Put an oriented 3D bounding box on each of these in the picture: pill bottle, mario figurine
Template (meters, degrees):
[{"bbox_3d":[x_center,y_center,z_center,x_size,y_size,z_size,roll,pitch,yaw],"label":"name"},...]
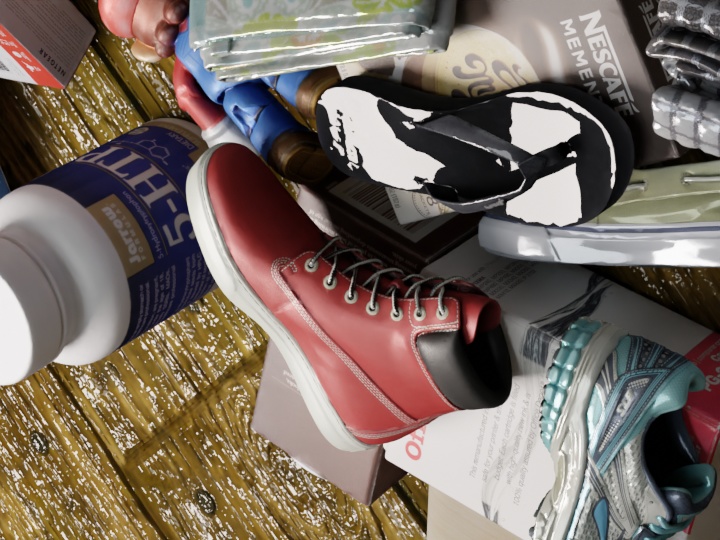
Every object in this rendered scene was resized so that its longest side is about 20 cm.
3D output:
[{"bbox_3d":[-0.170,-0.010,1.313,0.119,0.200,0.120,20,125,31],"label":"pill bottle"},{"bbox_3d":[-0.070,-0.142,1.241,0.200,0.123,0.106,44,174,28],"label":"mario figurine"}]

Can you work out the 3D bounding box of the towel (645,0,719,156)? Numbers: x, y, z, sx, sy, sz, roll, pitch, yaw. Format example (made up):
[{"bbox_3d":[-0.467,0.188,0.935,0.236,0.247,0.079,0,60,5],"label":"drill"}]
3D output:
[{"bbox_3d":[0.237,-0.104,0.911,0.165,0.200,0.086,24,126,28],"label":"towel"}]

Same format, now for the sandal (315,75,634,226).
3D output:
[{"bbox_3d":[0.055,-0.059,1.090,0.199,0.043,0.076,7,119,38],"label":"sandal"}]

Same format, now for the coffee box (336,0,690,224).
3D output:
[{"bbox_3d":[0.093,-0.105,1.118,0.200,0.080,0.113,-13,103,44],"label":"coffee box"}]

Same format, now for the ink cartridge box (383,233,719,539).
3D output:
[{"bbox_3d":[0.123,0.084,1.195,0.200,0.084,0.145,28,128,26],"label":"ink cartridge box"}]

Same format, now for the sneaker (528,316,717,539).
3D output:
[{"bbox_3d":[0.140,0.127,1.093,0.086,0.078,0.201,14,121,28],"label":"sneaker"}]

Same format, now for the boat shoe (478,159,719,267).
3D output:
[{"bbox_3d":[0.154,-0.033,1.129,0.199,0.072,0.062,2,90,36],"label":"boat shoe"}]

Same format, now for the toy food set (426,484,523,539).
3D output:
[{"bbox_3d":[0.123,0.197,1.288,0.200,0.060,0.144,30,141,26],"label":"toy food set"}]

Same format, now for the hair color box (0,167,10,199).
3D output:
[{"bbox_3d":[-0.282,-0.039,1.468,0.100,0.060,0.201,13,125,65],"label":"hair color box"}]

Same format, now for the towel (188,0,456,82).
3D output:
[{"bbox_3d":[-0.015,-0.207,1.126,0.171,0.048,0.201,-2,81,38],"label":"towel"}]

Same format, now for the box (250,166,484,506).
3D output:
[{"bbox_3d":[0.004,0.036,1.281,0.100,0.075,0.201,32,129,23],"label":"box"}]

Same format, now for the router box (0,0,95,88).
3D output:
[{"bbox_3d":[-0.297,-0.202,1.346,0.179,0.049,0.200,13,158,36],"label":"router box"}]

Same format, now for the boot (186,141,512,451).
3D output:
[{"bbox_3d":[0.000,0.000,1.147,0.144,0.072,0.200,-22,106,45],"label":"boot"}]
